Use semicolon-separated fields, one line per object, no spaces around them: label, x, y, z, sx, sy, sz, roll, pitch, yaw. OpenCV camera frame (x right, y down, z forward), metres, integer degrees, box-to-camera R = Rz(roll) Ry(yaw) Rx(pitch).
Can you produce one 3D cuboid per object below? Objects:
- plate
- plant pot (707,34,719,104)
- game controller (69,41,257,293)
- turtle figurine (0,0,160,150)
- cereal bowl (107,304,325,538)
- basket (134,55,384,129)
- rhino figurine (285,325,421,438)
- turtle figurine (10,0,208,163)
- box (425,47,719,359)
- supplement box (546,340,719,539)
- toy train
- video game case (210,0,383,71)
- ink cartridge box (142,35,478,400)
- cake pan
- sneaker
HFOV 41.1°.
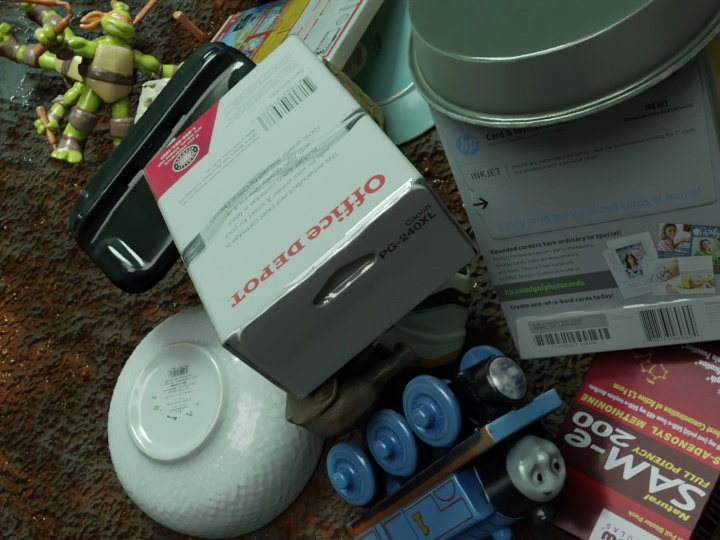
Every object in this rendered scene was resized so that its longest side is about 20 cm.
plate;0.017;-0.203;0.869;0.199;0.026;0.202;-9;68;23
plant pot;0.163;-0.143;0.645;0.200;0.189;0.202;-18;45;19
game controller;-0.142;-0.080;0.741;0.104;0.042;0.200;41;95;18
turtle figurine;-0.299;-0.232;1.018;0.161;0.064;0.201;34;95;15
cereal bowl;-0.131;0.116;0.791;0.199;0.083;0.202;-10;68;24
basket;-0.085;-0.091;0.809;0.199;0.135;0.124;-1;75;27
rhino figurine;-0.019;0.076;0.675;0.087;0.200;0.060;-44;91;-11
turtle figurine;-0.253;-0.184;0.926;0.064;0.199;0.162;26;105;53
box;0.144;-0.042;0.581;0.155;0.201;0.041;-10;30;28
supplement box;0.203;0.097;0.638;0.108;0.061;0.201;24;84;33
toy train;0.057;0.133;0.632;0.115;0.086;0.200;57;137;13
video game case;-0.073;-0.207;0.868;0.199;0.017;0.143;-5;44;37
ink cartridge box;-0.040;-0.039;0.612;0.145;0.083;0.200;-40;44;5
cake pan;0.110;-0.164;0.532;0.199;0.037;0.201;-18;46;20
sneaker;0.000;0.000;0.760;0.199;0.076;0.088;21;108;22
